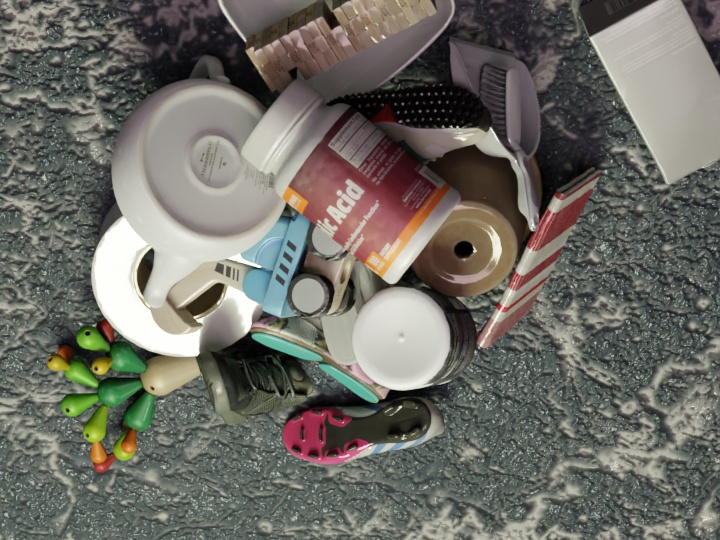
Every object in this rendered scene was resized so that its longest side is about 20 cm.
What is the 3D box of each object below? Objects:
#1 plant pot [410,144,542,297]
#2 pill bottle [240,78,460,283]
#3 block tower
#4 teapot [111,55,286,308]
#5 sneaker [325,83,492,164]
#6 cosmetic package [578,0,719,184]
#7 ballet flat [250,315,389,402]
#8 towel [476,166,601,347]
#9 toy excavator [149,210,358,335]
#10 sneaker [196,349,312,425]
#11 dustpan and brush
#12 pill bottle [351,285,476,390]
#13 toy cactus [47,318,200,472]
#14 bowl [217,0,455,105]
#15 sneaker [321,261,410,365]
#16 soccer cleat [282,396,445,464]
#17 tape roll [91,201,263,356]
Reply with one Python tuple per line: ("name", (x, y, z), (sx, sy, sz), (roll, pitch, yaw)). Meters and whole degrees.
("plant pot", (0.104, -0.059, 1.715), (0.199, 0.175, 0.201), (-1, 119, -1))
("pill bottle", (-0.011, -0.090, 1.568), (0.200, 0.114, 0.114), (38, 112, 1))
("block tower", (-0.016, -0.247, 1.597), (0.199, 0.054, 0.058), (-27, 117, 14))
("teapot", (-0.175, -0.099, 1.650), (0.200, 0.146, 0.198), (-35, 96, -27))
("sneaker", (0.051, -0.131, 1.635), (0.199, 0.071, 0.094), (0, 134, 29))
("cosmetic package", (0.323, -0.205, 1.694), (0.106, 0.090, 0.200), (-26, 118, 12))
("ballet flat", (-0.039, 0.083, 1.828), (0.200, 0.069, 0.071), (30, 73, -30))
("towel", (0.195, -0.017, 1.762), (0.023, 0.144, 0.201), (32, 116, 14))
("toy excavator", (-0.108, 0.001, 1.709), (0.199, 0.100, 0.195), (22, 97, 16))
("sneaker", (-0.121, 0.121, 1.815), (0.114, 0.200, 0.077), (-21, 73, 1))
("dustpan and brush", (0.153, -0.139, 1.648), (0.057, 0.139, 0.201), (-6, 85, 36))
("pill bottle", (0.065, 0.071, 1.698), (0.106, 0.200, 0.107), (-1, 88, 15))
("toy cactus", (-0.271, 0.134, 1.867), (0.164, 0.102, 0.201), (-19, 116, -13))
("bowl", (-0.025, -0.286, 1.647), (0.200, 0.075, 0.200), (-37, 113, 16))
("sneaker", (0.000, 0.000, 1.792), (0.073, 0.115, 0.201), (-9, 89, 36))
("soccer cleat", (0.007, 0.194, 1.907), (0.199, 0.086, 0.070), (-10, 76, 23))
("tape roll", (-0.199, -0.006, 1.792), (0.201, 0.071, 0.203), (0, 118, -1))
